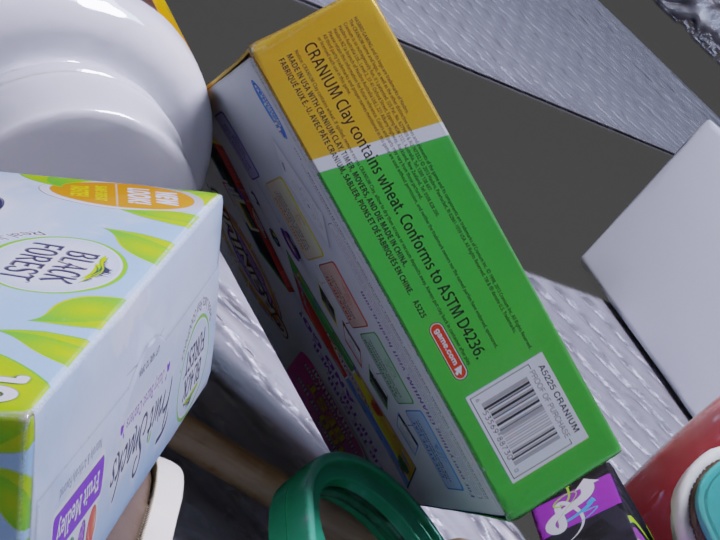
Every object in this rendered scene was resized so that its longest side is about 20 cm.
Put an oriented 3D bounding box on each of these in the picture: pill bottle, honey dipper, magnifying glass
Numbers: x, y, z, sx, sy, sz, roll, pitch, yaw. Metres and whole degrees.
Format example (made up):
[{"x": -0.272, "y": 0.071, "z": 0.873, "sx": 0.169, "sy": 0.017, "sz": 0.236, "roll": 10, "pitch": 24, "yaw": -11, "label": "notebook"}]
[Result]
[{"x": -0.111, "y": -0.062, "z": 0.824, "sx": 0.109, "sy": 0.109, "sz": 0.200, "roll": 33, "pitch": 16, "yaw": -33, "label": "pill bottle"}, {"x": -0.018, "y": 0.075, "z": 0.831, "sx": 0.200, "sy": 0.038, "sz": 0.038, "roll": 32, "pitch": 16, "yaw": -22, "label": "honey dipper"}, {"x": -0.007, "y": 0.106, "z": 0.727, "sx": 0.080, "sy": 0.022, "sz": 0.200, "roll": 53, "pitch": 21, "yaw": -4, "label": "magnifying glass"}]

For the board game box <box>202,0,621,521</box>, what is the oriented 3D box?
[{"x": 0.000, "y": 0.000, "z": 0.833, "sx": 0.154, "sy": 0.040, "sz": 0.200, "roll": 61, "pitch": -12, "yaw": -4, "label": "board game box"}]

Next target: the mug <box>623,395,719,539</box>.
[{"x": 0.211, "y": 0.143, "z": 1.067, "sx": 0.200, "sy": 0.133, "sz": 0.177, "roll": 50, "pitch": 17, "yaw": 18, "label": "mug"}]

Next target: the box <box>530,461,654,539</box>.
[{"x": 0.111, "y": 0.162, "z": 0.813, "sx": 0.143, "sy": 0.036, "sz": 0.200, "roll": 60, "pitch": 7, "yaw": -22, "label": "box"}]

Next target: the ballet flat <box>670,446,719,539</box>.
[{"x": 0.157, "y": 0.149, "z": 0.848, "sx": 0.201, "sy": 0.069, "sz": 0.069, "roll": 64, "pitch": 19, "yaw": 15, "label": "ballet flat"}]

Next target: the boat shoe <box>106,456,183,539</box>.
[{"x": -0.078, "y": 0.075, "z": 0.574, "sx": 0.059, "sy": 0.072, "sz": 0.200, "roll": 25, "pitch": 11, "yaw": -10, "label": "boat shoe"}]

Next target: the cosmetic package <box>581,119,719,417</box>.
[{"x": 0.264, "y": 0.046, "z": 1.542, "sx": 0.200, "sy": 0.123, "sz": 0.200, "roll": 31, "pitch": 17, "yaw": -35, "label": "cosmetic package"}]

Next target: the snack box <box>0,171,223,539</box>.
[{"x": -0.113, "y": 0.018, "z": 0.539, "sx": 0.141, "sy": 0.053, "sz": 0.200, "roll": 7, "pitch": 13, "yaw": 4, "label": "snack box"}]
